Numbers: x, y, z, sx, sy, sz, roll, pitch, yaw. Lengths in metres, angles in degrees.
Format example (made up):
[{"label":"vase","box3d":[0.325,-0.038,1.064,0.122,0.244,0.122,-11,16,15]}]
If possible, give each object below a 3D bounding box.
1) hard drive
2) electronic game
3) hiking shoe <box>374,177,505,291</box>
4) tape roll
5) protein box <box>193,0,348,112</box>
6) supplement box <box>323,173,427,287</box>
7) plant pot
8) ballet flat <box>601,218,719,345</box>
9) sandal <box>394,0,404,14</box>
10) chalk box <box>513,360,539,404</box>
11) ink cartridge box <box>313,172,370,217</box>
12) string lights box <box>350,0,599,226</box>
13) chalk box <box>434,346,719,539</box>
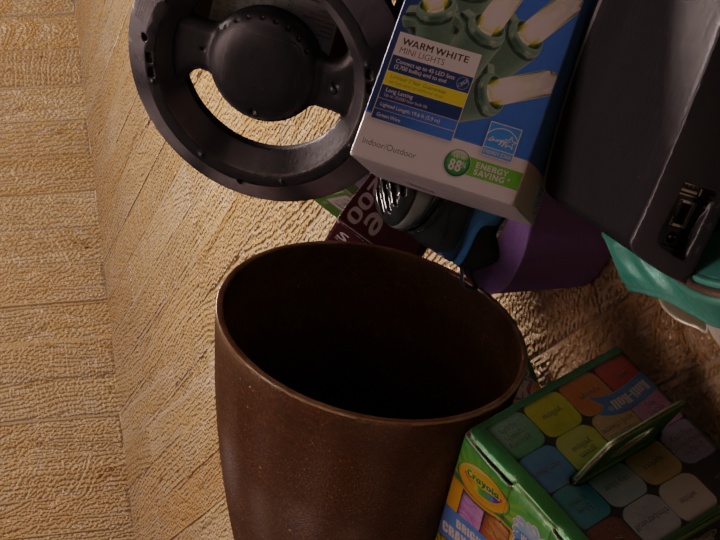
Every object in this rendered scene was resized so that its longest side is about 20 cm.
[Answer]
[{"label":"hard drive","box3d":[0.163,-0.109,1.027,0.135,0.042,0.201,43,116,59]},{"label":"electronic game","box3d":[-0.062,-0.138,1.312,0.042,0.198,0.202,-57,-23,-57]},{"label":"hiking shoe","box3d":[0.094,-0.092,1.178,0.200,0.087,0.074,-51,23,2]},{"label":"tape roll","box3d":[0.108,-0.087,1.306,0.200,0.065,0.202,176,90,-74]},{"label":"protein box","box3d":[-0.029,-0.255,1.374,0.199,0.134,0.201,-72,0,-54]},{"label":"supplement box","box3d":[0.000,0.000,1.345,0.109,0.061,0.200,-54,-1,-37]},{"label":"plant pot","box3d":[-0.012,0.116,1.199,0.187,0.185,0.201,-117,33,-52]},{"label":"ballet flat","box3d":[0.193,0.004,1.063,0.071,0.067,0.200,65,170,-19]},{"label":"sandal","box3d":[0.053,-0.214,1.419,0.076,0.042,0.202,111,175,-66]},{"label":"chalk box","box3d":[0.060,0.135,1.378,0.125,0.123,0.201,112,152,-43]},{"label":"ink cartridge box","box3d":[0.045,-0.126,1.448,0.201,0.059,0.104,-59,14,-9]},{"label":"string lights box","box3d":[0.078,-0.138,1.104,0.059,0.102,0.202,32,-104,-71]},{"label":"chalk box","box3d":[0.131,0.140,1.124,0.124,0.124,0.201,46,144,29]}]
